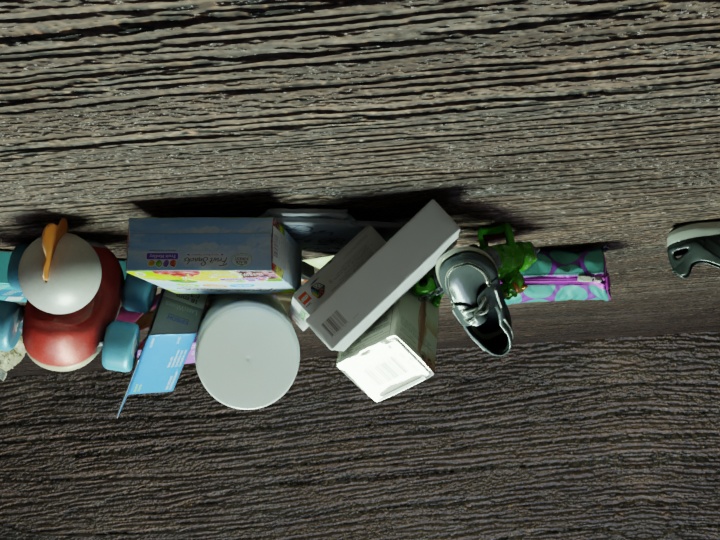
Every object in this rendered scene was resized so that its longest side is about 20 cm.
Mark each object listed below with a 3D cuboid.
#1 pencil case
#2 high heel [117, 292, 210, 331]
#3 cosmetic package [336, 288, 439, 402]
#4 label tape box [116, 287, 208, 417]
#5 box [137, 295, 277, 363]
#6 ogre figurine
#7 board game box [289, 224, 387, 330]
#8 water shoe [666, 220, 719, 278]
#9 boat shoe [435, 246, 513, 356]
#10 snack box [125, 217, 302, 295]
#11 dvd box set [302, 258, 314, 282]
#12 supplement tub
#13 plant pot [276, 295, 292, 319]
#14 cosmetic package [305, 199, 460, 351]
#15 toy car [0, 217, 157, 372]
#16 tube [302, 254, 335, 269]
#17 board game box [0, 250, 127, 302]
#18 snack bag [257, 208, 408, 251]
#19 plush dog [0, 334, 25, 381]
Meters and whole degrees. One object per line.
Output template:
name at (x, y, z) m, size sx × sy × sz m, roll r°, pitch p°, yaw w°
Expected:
pencil case at (0.280, 0.010, 1.469) m, size 0.198 × 0.086 × 0.092 m, roll -4°, pitch -173°, yaw 4°
high heel at (-0.301, 0.074, 1.473) m, size 0.199 × 0.097 × 0.067 m, roll 9°, pitch 172°, yaw 45°
cosmetic package at (0.042, 0.062, 1.281) m, size 0.103 × 0.201 × 0.087 m, roll -29°, pitch 120°, yaw 30°
label tape box at (-0.257, 0.090, 1.296) m, size 0.063 × 0.201 × 0.145 m, roll 19°, pitch 136°, yaw -11°
box at (-0.236, 0.083, 1.461) m, size 0.199 × 0.039 × 0.137 m, roll -11°, pitch -149°, yaw 39°
ogre figurine at (0.161, -0.003, 1.289) m, size 0.119 × 0.099 × 0.199 m, roll -24°, pitch 153°, yaw 35°
board game box at (-0.033, 0.014, 1.208) m, size 0.126 × 0.035 × 0.200 m, roll -43°, pitch 177°, yaw -10°
water shoe at (0.525, -0.030, 1.319) m, size 0.198 × 0.080 × 0.071 m, roll -7°, pitch 170°, yaw 24°
boat shoe at (0.150, 0.041, 1.200) m, size 0.072 × 0.062 × 0.200 m, roll -23°, pitch 142°, yaw 8°
snack box at (-0.165, -0.013, 1.143) m, size 0.167 × 0.068 × 0.200 m, roll 0°, pitch 173°, yaw 7°
dvd box set at (-0.182, 0.002, 1.454) m, size 0.198 × 0.030 × 0.146 m, roll -5°, pitch 170°, yaw 12°
supplement tub at (-0.148, 0.095, 1.253) m, size 0.130 × 0.133 × 0.200 m, roll -2°, pitch -174°, yaw -7°
plant pot at (-0.203, 0.105, 1.632) m, size 0.198 × 0.175 × 0.200 m, roll -2°, pitch 171°, yaw 0°
cosmetic package at (0.030, 0.011, 1.141) m, size 0.200 × 0.052 × 0.151 m, roll -43°, pitch 171°, yaw -1°
toy car at (-0.353, 0.003, 1.161) m, size 0.182 × 0.178 × 0.201 m, roll 11°, pitch 142°, yaw -2°
tube at (0.000, 0.000, 1.451) m, size 0.058 × 0.052 × 0.199 m, roll -49°, pitch 148°, yaw 15°
board game box at (-0.455, 0.013, 1.384) m, size 0.199 × 0.047 × 0.150 m, roll 5°, pitch 168°, yaw -39°
snack bag at (-0.049, -0.049, 1.215) m, size 0.198 × 0.022 × 0.188 m, roll 1°, pitch 170°, yaw -21°
plush dog at (-0.649, 0.124, 1.777) m, size 0.198 × 0.162 × 0.172 m, roll -7°, pitch -164°, yaw 32°
